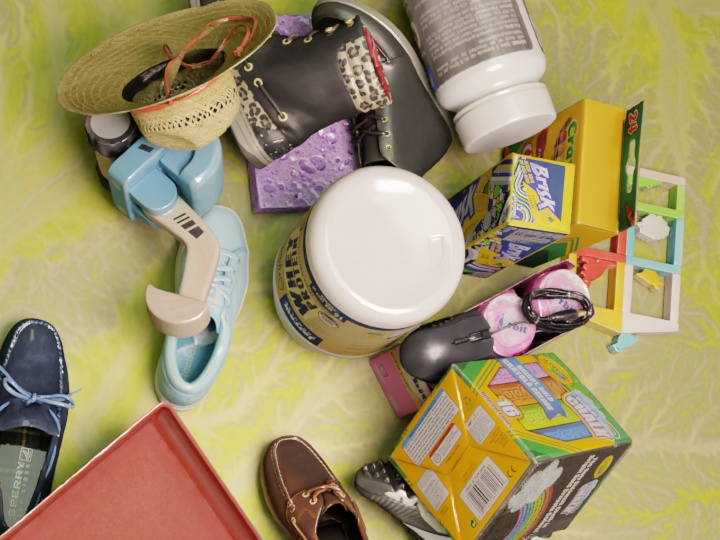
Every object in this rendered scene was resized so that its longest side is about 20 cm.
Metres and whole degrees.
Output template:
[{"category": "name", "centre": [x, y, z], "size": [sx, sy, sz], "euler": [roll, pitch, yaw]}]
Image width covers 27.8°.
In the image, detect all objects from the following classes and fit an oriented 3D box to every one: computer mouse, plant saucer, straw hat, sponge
[{"category": "computer mouse", "centre": [0.127, 0.055, 1.325], "size": [0.199, 0.034, 0.059], "euler": [-18, 82, -20]}, {"category": "plant saucer", "centre": [-0.199, 0.247, 1.270], "size": [0.199, 0.037, 0.200], "euler": [-40, 113, -21]}, {"category": "straw hat", "centre": [-0.153, -0.151, 1.258], "size": [0.201, 0.201, 0.085], "euler": [-35, 125, -21]}, {"category": "sponge", "centre": [-0.061, -0.158, 1.439], "size": [0.111, 0.030, 0.201], "euler": [-4, 79, -18]}]

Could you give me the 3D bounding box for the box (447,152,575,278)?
[{"category": "box", "centre": [0.132, -0.048, 1.383], "size": [0.064, 0.200, 0.070], "euler": [10, 76, -16]}]

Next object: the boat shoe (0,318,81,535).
[{"category": "boat shoe", "centre": [-0.286, 0.139, 1.279], "size": [0.084, 0.069, 0.201], "euler": [1, 78, -17]}]

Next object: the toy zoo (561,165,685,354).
[{"category": "toy zoo", "centre": [0.273, -0.012, 1.515], "size": [0.131, 0.020, 0.201], "euler": [11, 74, -15]}]

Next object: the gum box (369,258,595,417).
[{"category": "gum box", "centre": [0.121, 0.064, 1.400], "size": [0.199, 0.113, 0.066], "euler": [-26, 86, -21]}]

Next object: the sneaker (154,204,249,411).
[{"category": "sneaker", "centre": [-0.138, 0.029, 1.344], "size": [0.074, 0.082, 0.201], "euler": [12, 74, -15]}]

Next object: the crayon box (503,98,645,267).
[{"category": "crayon box", "centre": [0.200, -0.086, 1.411], "size": [0.051, 0.200, 0.128], "euler": [12, 74, -20]}]

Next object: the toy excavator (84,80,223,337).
[{"category": "toy excavator", "centre": [-0.167, -0.064, 1.315], "size": [0.200, 0.100, 0.194], "euler": [38, 69, 15]}]

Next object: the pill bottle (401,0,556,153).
[{"category": "pill bottle", "centre": [0.112, -0.223, 1.407], "size": [0.113, 0.114, 0.201], "euler": [-15, 80, -20]}]

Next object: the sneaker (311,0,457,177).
[{"category": "sneaker", "centre": [0.012, -0.166, 1.407], "size": [0.200, 0.075, 0.106], "euler": [48, 51, -20]}]

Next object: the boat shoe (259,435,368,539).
[{"category": "boat shoe", "centre": [-0.029, 0.227, 1.306], "size": [0.070, 0.070, 0.200], "euler": [-14, 57, -28]}]

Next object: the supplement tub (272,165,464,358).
[{"category": "supplement tub", "centre": [0.000, 0.000, 1.329], "size": [0.144, 0.200, 0.145], "euler": [4, 74, -15]}]

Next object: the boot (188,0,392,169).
[{"category": "boot", "centre": [-0.068, -0.215, 1.368], "size": [0.153, 0.073, 0.204], "euler": [-21, 83, 14]}]

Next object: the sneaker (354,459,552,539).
[{"category": "sneaker", "centre": [0.077, 0.243, 1.360], "size": [0.199, 0.067, 0.091], "euler": [21, 106, -17]}]

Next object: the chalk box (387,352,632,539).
[{"category": "chalk box", "centre": [0.151, 0.161, 1.330], "size": [0.200, 0.125, 0.124], "euler": [-2, 42, -48]}]
